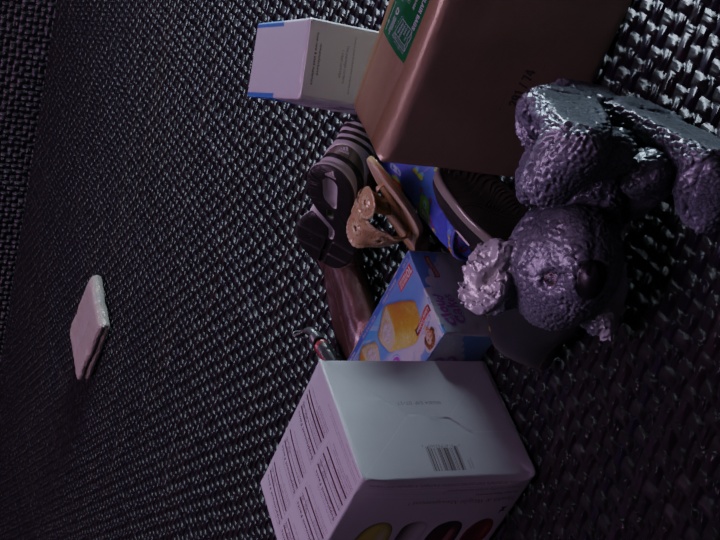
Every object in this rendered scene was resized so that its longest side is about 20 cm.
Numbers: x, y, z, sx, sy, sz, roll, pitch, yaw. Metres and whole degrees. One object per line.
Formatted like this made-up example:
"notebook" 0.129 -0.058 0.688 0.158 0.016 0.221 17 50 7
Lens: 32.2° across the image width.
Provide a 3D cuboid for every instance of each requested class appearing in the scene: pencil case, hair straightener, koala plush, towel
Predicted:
"pencil case" 0.086 -0.080 1.279 0.200 0.078 0.087 -130 34 -52
"hair straightener" -0.019 0.140 1.466 0.200 0.041 0.077 47 169 33
"koala plush" 0.179 -0.039 1.014 0.184 0.176 0.201 -116 37 -62
"towel" -0.558 0.121 2.577 0.200 0.034 0.133 -58 41 43

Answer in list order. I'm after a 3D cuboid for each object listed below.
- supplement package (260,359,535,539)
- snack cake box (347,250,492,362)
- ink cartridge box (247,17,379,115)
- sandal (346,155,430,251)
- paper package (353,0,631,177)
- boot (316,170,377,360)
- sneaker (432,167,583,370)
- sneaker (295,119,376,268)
"supplement package" 0.030 0.207 1.238 0.201 0.190 0.148 -64 34 39
"snack cake box" 0.058 0.088 1.331 0.200 0.067 0.115 -62 36 40
"ink cartridge box" 0.001 -0.209 1.330 0.144 0.199 0.085 17 99 62
"sandal" 0.021 -0.044 1.291 0.078 0.070 0.212 51 180 20
"paper package" 0.112 -0.193 1.116 0.104 0.190 0.201 61 138 45
"boot" 0.000 0.000 1.457 0.187 0.064 0.201 117 147 -55
"sneaker" 0.122 -0.002 1.149 0.200 0.075 0.106 50 137 21
"sneaker" -0.010 -0.090 1.380 0.116 0.075 0.201 -58 -9 -29
